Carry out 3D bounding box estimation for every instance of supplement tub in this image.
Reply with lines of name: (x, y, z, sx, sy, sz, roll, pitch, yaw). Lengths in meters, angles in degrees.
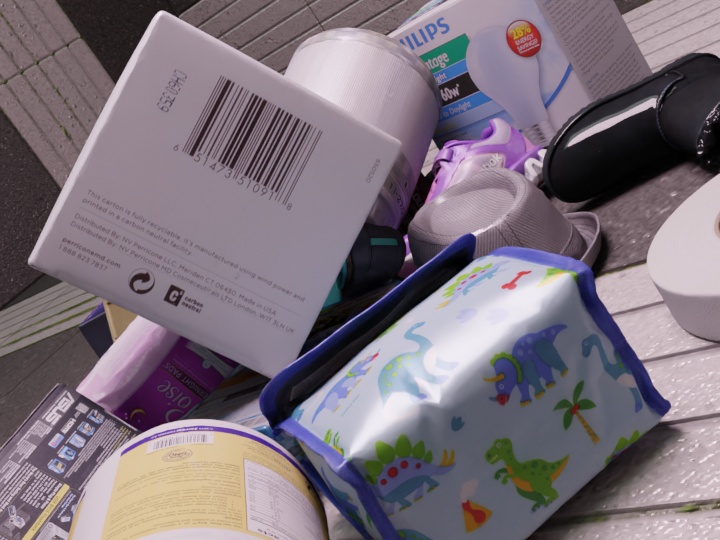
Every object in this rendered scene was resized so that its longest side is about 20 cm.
supplement tub: (-0.079, 0.172, 0.511, 0.145, 0.145, 0.200, -34, 15, 2)

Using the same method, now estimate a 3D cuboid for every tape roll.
tape roll: (0.270, -0.033, 0.627, 0.203, 0.037, 0.203, -32, 15, 9)

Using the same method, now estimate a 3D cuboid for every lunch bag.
lunch bag: (0.042, 0.070, 0.607, 0.170, 0.127, 0.200, -37, 15, -12)

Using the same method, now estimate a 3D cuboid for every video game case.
video game case: (-0.062, 0.081, 0.806, 0.143, 0.018, 0.200, -22, 16, 40)

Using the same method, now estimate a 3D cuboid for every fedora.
fedora: (0.097, -0.022, 0.847, 0.177, 0.090, 0.200, -34, 15, -1)

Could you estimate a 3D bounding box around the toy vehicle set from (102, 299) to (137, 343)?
toy vehicle set: (-0.195, 0.057, 1.150, 0.200, 0.124, 0.027, -23, -12, 33)

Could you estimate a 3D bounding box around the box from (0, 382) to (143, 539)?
box: (-0.176, 0.177, 0.665, 0.049, 0.161, 0.200, -58, 3, 30)

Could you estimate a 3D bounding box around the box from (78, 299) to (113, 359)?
box: (-0.232, 0.038, 1.322, 0.148, 0.104, 0.200, -27, 16, 23)

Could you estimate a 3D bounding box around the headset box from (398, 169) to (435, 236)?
headset box: (0.008, -0.053, 1.155, 0.200, 0.075, 0.149, -32, 16, 5)

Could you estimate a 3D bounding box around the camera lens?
camera lens: (-0.018, -0.119, 1.016, 0.160, 0.160, 0.200, -18, 43, 46)

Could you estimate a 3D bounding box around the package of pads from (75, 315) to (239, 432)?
package of pads: (-0.142, 0.069, 0.929, 0.200, 0.121, 0.076, -52, 24, -12)

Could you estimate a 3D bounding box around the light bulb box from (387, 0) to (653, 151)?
light bulb box: (0.160, -0.203, 1.064, 0.198, 0.200, 0.125, -18, 21, 47)

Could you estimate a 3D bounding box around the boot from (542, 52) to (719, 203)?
boot: (0.254, -0.112, 0.847, 0.198, 0.073, 0.162, -33, 18, 0)

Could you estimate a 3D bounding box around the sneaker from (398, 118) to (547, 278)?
sneaker: (0.092, -0.073, 0.991, 0.200, 0.088, 0.080, -39, -4, -20)

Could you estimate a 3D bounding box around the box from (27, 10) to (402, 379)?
box: (-0.110, -0.053, 0.784, 0.200, 0.199, 0.131, -63, 14, -1)

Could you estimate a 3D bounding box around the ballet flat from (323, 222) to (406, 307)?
ballet flat: (0.000, 0.000, 0.918, 0.073, 0.073, 0.200, -38, -3, -15)
